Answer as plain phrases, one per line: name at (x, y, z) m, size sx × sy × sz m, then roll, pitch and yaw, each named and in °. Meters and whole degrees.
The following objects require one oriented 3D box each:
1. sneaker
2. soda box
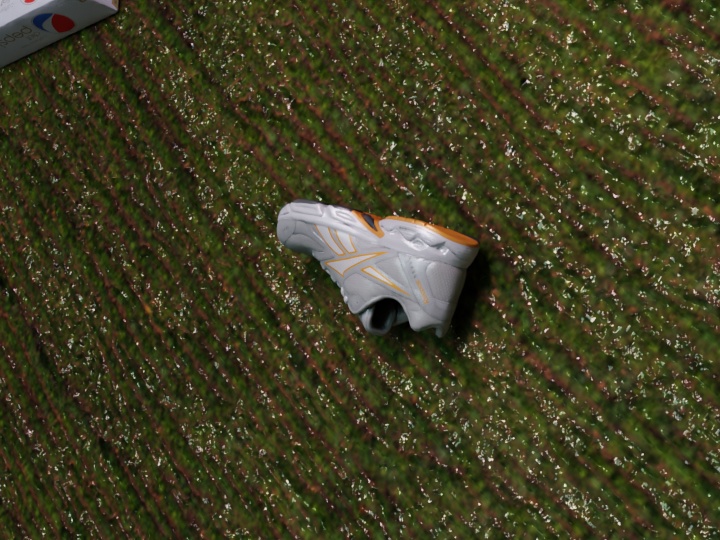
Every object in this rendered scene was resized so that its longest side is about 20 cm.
sneaker at (0.000, 0.000, 1.327) m, size 0.199 × 0.075 × 0.093 m, roll 13°, pitch 89°, yaw 45°
soda box at (-0.338, -0.280, 1.750) m, size 0.199 × 0.063 × 0.069 m, roll -16°, pitch 65°, yaw 39°
